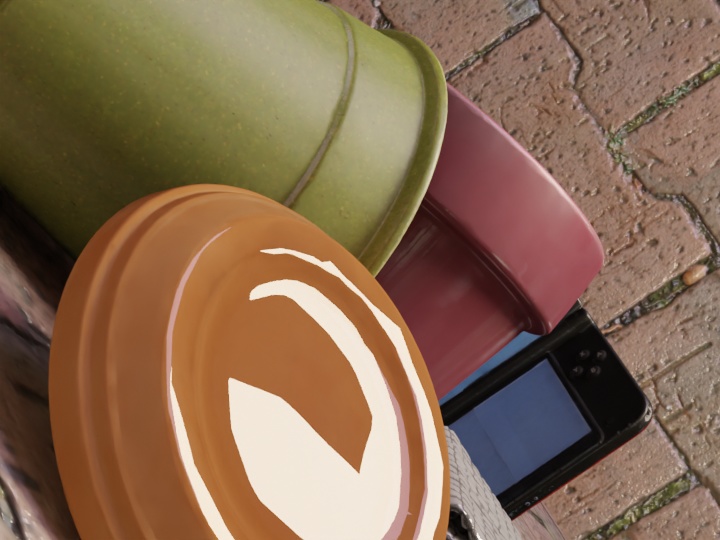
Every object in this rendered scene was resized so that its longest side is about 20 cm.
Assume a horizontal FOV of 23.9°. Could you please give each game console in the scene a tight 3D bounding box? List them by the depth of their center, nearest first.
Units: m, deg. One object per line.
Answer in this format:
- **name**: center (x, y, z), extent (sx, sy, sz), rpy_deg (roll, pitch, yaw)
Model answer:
- **game console**: center (0.074, 0.078, 1.193), extent (0.119, 0.199, 0.173), rpy_deg (51, 6, -37)

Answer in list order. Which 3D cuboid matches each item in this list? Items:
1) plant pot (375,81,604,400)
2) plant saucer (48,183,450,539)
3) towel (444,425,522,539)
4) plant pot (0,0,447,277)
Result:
- **plant pot**: center (0.000, 0.000, 0.906), extent (0.200, 0.179, 0.200), rpy_deg (41, -5, 4)
- **plant saucer**: center (-0.028, 0.060, 0.626), extent (0.200, 0.037, 0.202), rpy_deg (31, 48, -42)
- **towel**: center (0.067, 0.206, 0.978), extent (0.201, 0.085, 0.166), rpy_deg (57, 6, -10)
- **plant pot**: center (-0.097, -0.080, 0.750), extent (0.190, 0.200, 0.200), rpy_deg (38, 13, -32)
